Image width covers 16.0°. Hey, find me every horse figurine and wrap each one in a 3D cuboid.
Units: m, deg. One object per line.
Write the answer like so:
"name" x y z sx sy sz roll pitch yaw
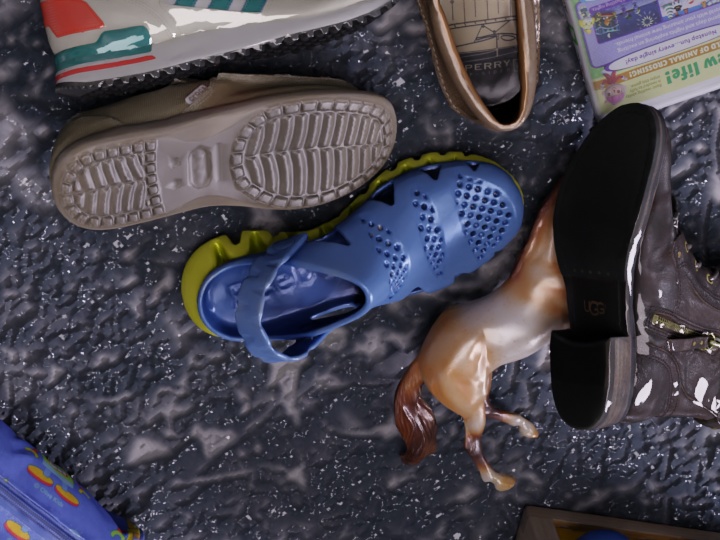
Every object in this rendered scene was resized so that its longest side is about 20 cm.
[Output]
"horse figurine" 0.092 0.043 1.477 0.200 0.050 0.133 -36 120 6

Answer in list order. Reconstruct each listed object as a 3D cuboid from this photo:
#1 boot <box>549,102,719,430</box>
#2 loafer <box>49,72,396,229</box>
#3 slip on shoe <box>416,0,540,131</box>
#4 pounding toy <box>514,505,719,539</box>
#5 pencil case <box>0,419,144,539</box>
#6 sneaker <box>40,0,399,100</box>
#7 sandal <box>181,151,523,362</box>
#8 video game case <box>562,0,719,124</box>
"boot" 0.193 0.007 1.454 0.174 0.069 0.200 1 102 -35
"loafer" -0.077 -0.074 1.391 0.200 0.068 0.076 -8 127 -22
"slip on shoe" 0.058 -0.168 1.368 0.076 0.061 0.200 -10 116 -3
"pounding toy" 0.193 0.222 1.490 0.184 0.200 0.142 9 113 -12
"pencil case" -0.213 0.122 1.451 0.200 0.087 0.078 43 81 -23
"sneaker" -0.074 -0.155 1.351 0.200 0.070 0.093 -15 90 -14
"sandal" 0.000 0.000 1.425 0.200 0.087 0.080 -25 114 2
"video game case" 0.201 -0.192 1.397 0.200 0.022 0.182 -19 115 -1
